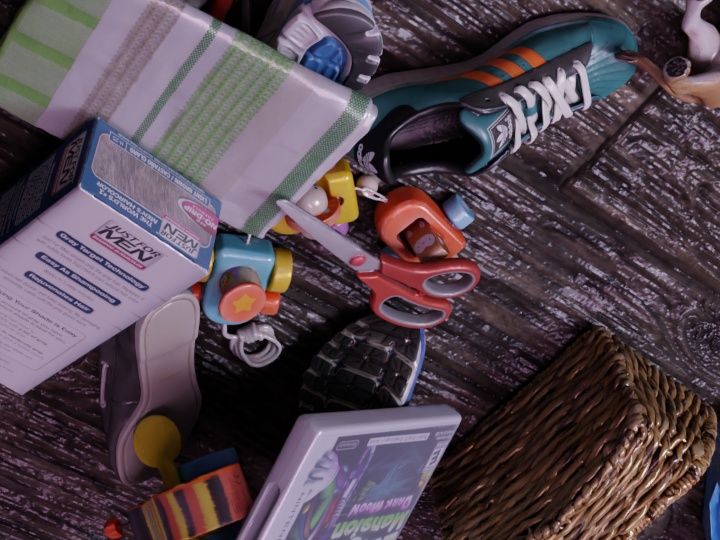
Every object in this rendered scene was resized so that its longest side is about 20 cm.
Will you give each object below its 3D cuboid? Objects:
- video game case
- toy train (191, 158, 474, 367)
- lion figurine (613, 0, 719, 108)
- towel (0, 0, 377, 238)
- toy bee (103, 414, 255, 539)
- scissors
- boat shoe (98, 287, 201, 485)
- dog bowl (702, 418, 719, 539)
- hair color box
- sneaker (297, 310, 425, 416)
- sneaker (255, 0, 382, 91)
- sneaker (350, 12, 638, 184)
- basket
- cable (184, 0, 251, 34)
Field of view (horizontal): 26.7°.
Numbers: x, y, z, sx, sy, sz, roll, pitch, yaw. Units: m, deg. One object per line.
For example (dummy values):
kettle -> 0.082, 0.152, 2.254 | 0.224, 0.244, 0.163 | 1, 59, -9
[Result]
video game case -> -0.021, 0.175, 1.036 | 0.200, 0.023, 0.182 | 4, 116, -60
toy train -> -0.025, -0.001, 1.029 | 0.200, 0.056, 0.150 | -34, 125, 12
lion figurine -> 0.268, -0.151, 0.979 | 0.199, 0.073, 0.122 | -19, 156, 13
towel -> -0.108, -0.104, 0.881 | 0.200, 0.031, 0.149 | 28, 140, -18
toy bee -> -0.123, 0.177, 1.049 | 0.108, 0.131, 0.200 | -21, 152, -7
scissors -> 0.000, 0.000, 0.987 | 0.200, 0.014, 0.073 | 17, 135, -43
boat shoe -> -0.149, 0.068, 1.055 | 0.067, 0.057, 0.200 | -20, 143, -31
dog bowl -> 0.336, 0.179, 1.247 | 0.111, 0.050, 0.200 | -10, 128, -6
hair color box -> -0.188, -0.003, 0.945 | 0.100, 0.061, 0.200 | 35, 133, -30
sneaker -> -0.004, 0.117, 1.115 | 0.089, 0.078, 0.200 | -9, 127, -62
sneaker -> -0.039, -0.122, 0.931 | 0.075, 0.087, 0.200 | 18, 143, -20
sneaker -> 0.090, -0.101, 0.965 | 0.199, 0.080, 0.072 | -19, 128, -2
basket -> 0.175, 0.171, 1.145 | 0.149, 0.143, 0.200 | 35, 112, -31
cable -> -0.076, -0.181, 0.887 | 0.097, 0.050, 0.200 | 28, 118, -30
